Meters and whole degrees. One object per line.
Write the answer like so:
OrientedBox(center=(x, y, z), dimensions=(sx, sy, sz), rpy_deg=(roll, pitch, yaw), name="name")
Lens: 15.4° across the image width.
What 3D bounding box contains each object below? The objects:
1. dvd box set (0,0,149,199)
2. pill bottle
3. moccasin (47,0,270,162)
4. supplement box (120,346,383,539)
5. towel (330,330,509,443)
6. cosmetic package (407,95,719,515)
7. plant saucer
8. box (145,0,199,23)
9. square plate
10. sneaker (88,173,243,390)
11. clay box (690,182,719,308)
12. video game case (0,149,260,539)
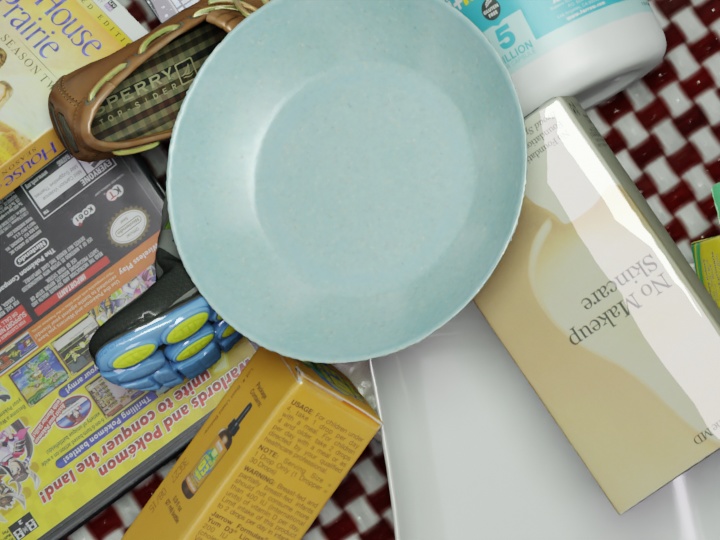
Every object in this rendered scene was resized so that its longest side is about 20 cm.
OrientedBox(center=(-0.228, -0.103, 1.489), dimensions=(0.200, 0.029, 0.146), rpy_deg=(-38, 64, -12), name="dvd box set")
OrientedBox(center=(0.081, -0.183, 1.484), dimensions=(0.111, 0.111, 0.201), rpy_deg=(-26, 83, 0), name="pill bottle")
OrientedBox(center=(-0.072, -0.119, 1.445), dimensions=(0.201, 0.078, 0.074), rpy_deg=(-23, 107, -22), name="moccasin")
OrientedBox(center=(-0.074, 0.136, 1.452), dimensions=(0.069, 0.067, 0.200), rpy_deg=(29, 101, -28), name="supplement box")
OrientedBox(center=(0.000, 0.000, 1.508), dimensions=(0.200, 0.034, 0.133), rpy_deg=(43, 86, 7), name="towel")
OrientedBox(center=(0.124, 0.017, 1.407), dimensions=(0.105, 0.071, 0.200), rpy_deg=(-36, 85, 11), name="cosmetic package")
OrientedBox(center=(-0.003, -0.050, 1.382), dimensions=(0.200, 0.039, 0.202), rpy_deg=(-3, 80, 20), name="plant saucer")
OrientedBox(center=(-0.083, -0.216, 1.531), dimensions=(0.136, 0.038, 0.200), rpy_deg=(-35, 84, -1), name="box")
OrientedBox(center=(0.108, 0.107, 1.472), dimensions=(0.197, 0.028, 0.201), rpy_deg=(-8, 91, -9), name="square plate")
OrientedBox(center=(-0.084, -0.013, 1.448), dimensions=(0.083, 0.071, 0.200), rpy_deg=(31, 61, 15), name="sneaker")
OrientedBox(center=(0.254, 0.044, 1.465), dimensions=(0.114, 0.048, 0.201), rpy_deg=(-10, 86, -16), name="clay box")
OrientedBox(center=(-0.171, 0.042, 1.500), dimensions=(0.200, 0.025, 0.181), rpy_deg=(-36, 83, 8), name="video game case")
